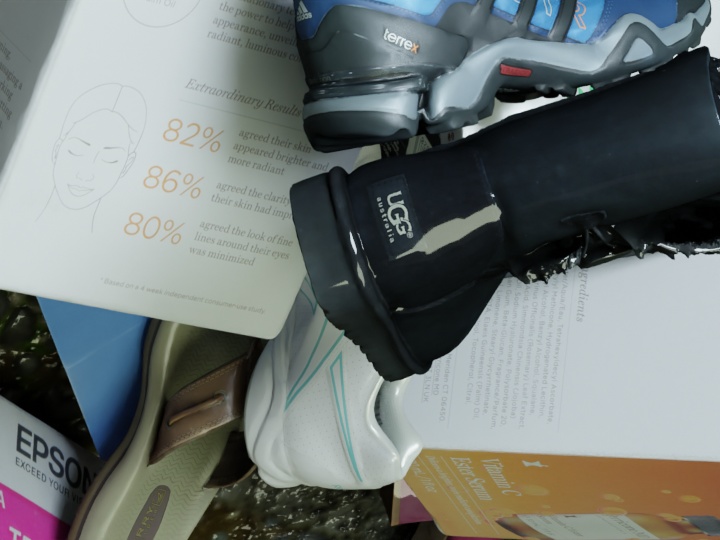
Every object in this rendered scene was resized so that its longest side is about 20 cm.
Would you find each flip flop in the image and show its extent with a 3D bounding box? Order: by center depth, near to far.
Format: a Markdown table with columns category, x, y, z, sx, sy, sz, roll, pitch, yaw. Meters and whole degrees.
| category | x | y | z | sx | sy | sz | roll | pitch | yaw |
| --- | --- | --- | --- | --- | --- | --- | --- | --- | --- |
| flip flop | -0.071 | 0.074 | 1.209 | 0.081 | 0.057 | 0.201 | 25 | 92 | -47 |

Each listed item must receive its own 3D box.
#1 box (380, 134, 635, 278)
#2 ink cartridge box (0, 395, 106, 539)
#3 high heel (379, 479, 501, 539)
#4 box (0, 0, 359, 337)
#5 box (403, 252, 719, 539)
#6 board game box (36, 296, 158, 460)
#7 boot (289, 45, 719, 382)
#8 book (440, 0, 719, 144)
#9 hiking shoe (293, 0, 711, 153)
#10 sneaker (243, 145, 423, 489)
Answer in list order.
| category | x | y | z | sx | sy | sz | roll | pitch | yaw |
| --- | --- | --- | --- | --- | --- | --- | --- | --- | --- |
| box | 0.116 | -0.083 | 1.198 | 0.199 | 0.122 | 0.106 | -9 | 138 | -21 |
| ink cartridge box | -0.189 | 0.139 | 1.203 | 0.075 | 0.165 | 0.200 | -17 | 146 | 28 |
| high heel | 0.058 | 0.170 | 1.455 | 0.096 | 0.068 | 0.201 | -5 | 131 | -11 |
| box | -0.078 | -0.094 | 1.047 | 0.152 | 0.106 | 0.201 | 12 | 110 | -37 |
| box | 0.124 | 0.063 | 1.270 | 0.199 | 0.107 | 0.152 | 1 | 158 | 18 |
| board game box | -0.080 | -0.006 | 1.225 | 0.158 | 0.039 | 0.200 | -33 | 138 | -17 |
| boot | 0.073 | -0.019 | 0.984 | 0.167 | 0.077 | 0.200 | -15 | 170 | 7 |
| book | 0.090 | -0.143 | 1.092 | 0.133 | 0.048 | 0.201 | -5 | 90 | -20 |
| hiking shoe | 0.058 | -0.105 | 0.997 | 0.200 | 0.074 | 0.087 | -18 | 98 | -40 |
| sneaker | 0.000 | 0.000 | 1.173 | 0.070 | 0.080 | 0.201 | -7 | 100 | -57 |
